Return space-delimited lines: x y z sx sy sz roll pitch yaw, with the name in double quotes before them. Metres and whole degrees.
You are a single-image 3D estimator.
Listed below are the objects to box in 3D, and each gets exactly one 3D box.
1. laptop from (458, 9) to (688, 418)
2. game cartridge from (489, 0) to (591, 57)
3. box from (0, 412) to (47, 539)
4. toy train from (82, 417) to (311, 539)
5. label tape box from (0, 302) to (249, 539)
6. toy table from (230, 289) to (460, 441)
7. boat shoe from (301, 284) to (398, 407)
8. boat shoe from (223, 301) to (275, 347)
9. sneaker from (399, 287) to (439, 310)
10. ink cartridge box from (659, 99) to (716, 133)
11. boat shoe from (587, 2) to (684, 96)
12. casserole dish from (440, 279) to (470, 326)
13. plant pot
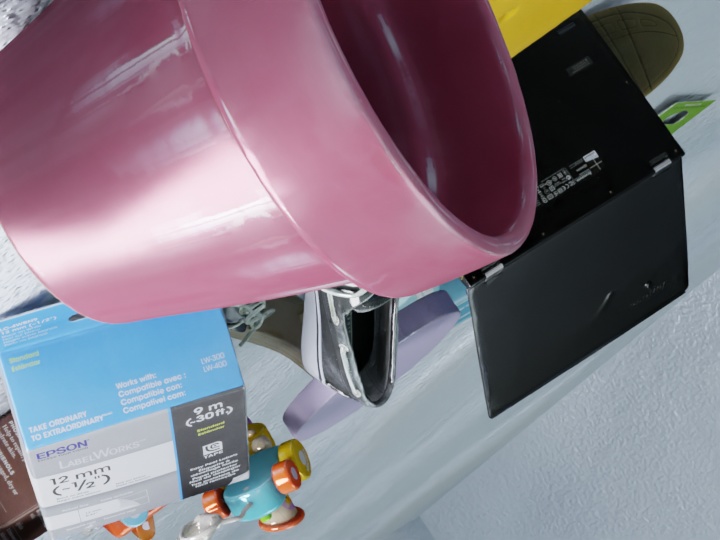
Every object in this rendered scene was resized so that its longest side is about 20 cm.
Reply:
"laptop" 0.121 -0.040 1.251 0.187 0.200 0.116 -31 170 -19
"game cartridge" 0.079 -0.163 1.072 0.176 0.033 0.200 -35 170 -2
"box" -0.210 0.128 1.293 0.199 0.075 0.100 -31 167 -14
"toy train" -0.112 0.170 1.300 0.150 0.056 0.200 -36 -160 -22
"label tape box" -0.148 0.087 1.149 0.143 0.066 0.200 -16 152 -12
"toy table" -0.018 0.034 1.345 0.183 0.117 0.200 -23 164 -45
"boat shoe" -0.002 0.001 1.173 0.073 0.068 0.200 -19 127 -36
"boat shoe" -0.096 0.022 1.215 0.200 0.062 0.075 -38 167 12
"sneaker" -0.002 0.050 1.552 0.130 0.080 0.200 -34 159 -13
"ink cartridge box" 0.279 -0.082 1.805 0.200 0.076 0.148 -39 167 25
"boat shoe" 0.142 -0.127 1.297 0.200 0.072 0.066 -35 -176 -18
"casserole dish" 0.087 0.031 1.812 0.199 0.039 0.121 -27 165 -31
"plant pot" -0.051 -0.068 0.738 0.178 0.201 0.200 -23 173 23
